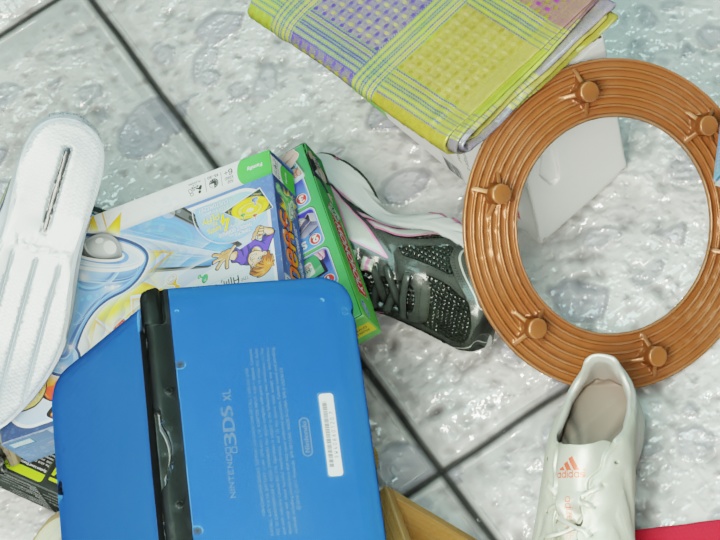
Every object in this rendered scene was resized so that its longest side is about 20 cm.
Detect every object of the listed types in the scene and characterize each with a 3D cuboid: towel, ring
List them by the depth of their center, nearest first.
[{"bbox_3d":[0.155,-0.027,1.393,0.200,0.200,0.019,-42,16,-13],"label":"ring"},{"bbox_3d":[0.040,-0.157,1.409,0.144,0.023,0.200,-45,55,-15],"label":"towel"}]

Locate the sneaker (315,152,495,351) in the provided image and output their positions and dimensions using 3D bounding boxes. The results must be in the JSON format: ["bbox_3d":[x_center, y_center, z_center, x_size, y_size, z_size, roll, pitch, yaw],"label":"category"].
[{"bbox_3d":[0.000,0.000,1.453,0.086,0.080,0.200,-23,37,-38],"label":"sneaker"}]

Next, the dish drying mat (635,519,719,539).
[{"bbox_3d":[0.182,0.181,1.339,0.200,0.018,0.077,-8,56,10],"label":"dish drying mat"}]

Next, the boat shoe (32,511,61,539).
[{"bbox_3d":[-0.188,0.234,1.371,0.065,0.072,0.200,8,55,25],"label":"boat shoe"}]

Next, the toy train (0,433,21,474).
[{"bbox_3d":[-0.258,0.051,1.475,0.046,0.034,0.200,-26,54,-13],"label":"toy train"}]

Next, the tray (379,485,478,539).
[{"bbox_3d":[0.059,0.217,1.275,0.037,0.099,0.200,-40,41,19],"label":"tray"}]

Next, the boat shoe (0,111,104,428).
[{"bbox_3d":[-0.198,0.003,1.390,0.072,0.062,0.200,22,91,-7],"label":"boat shoe"}]

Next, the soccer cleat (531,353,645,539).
[{"bbox_3d":[0.127,0.139,1.323,0.069,0.078,0.200,-1,51,14],"label":"soccer cleat"}]

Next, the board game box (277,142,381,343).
[{"bbox_3d":[-0.096,0.025,1.422,0.200,0.029,0.135,-28,57,14],"label":"board game box"}]

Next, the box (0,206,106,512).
[{"bbox_3d":[-0.167,0.061,1.491,0.200,0.048,0.193,20,68,24],"label":"box"}]

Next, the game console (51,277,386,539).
[{"bbox_3d":[-0.083,0.120,1.299,0.170,0.118,0.200,-4,63,-8],"label":"game console"}]

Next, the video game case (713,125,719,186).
[{"bbox_3d":[0.316,-0.117,1.429,0.181,0.045,0.200,17,60,-9],"label":"video game case"}]

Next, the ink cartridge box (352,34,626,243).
[{"bbox_3d":[0.068,-0.133,1.491,0.084,0.146,0.200,-41,58,-13],"label":"ink cartridge box"}]

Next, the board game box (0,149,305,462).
[{"bbox_3d":[-0.127,0.022,1.401,0.200,0.034,0.136,-20,58,19],"label":"board game box"}]

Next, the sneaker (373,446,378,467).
[{"bbox_3d":[-0.087,0.150,1.400,0.200,0.075,0.090,-37,57,-20],"label":"sneaker"}]
